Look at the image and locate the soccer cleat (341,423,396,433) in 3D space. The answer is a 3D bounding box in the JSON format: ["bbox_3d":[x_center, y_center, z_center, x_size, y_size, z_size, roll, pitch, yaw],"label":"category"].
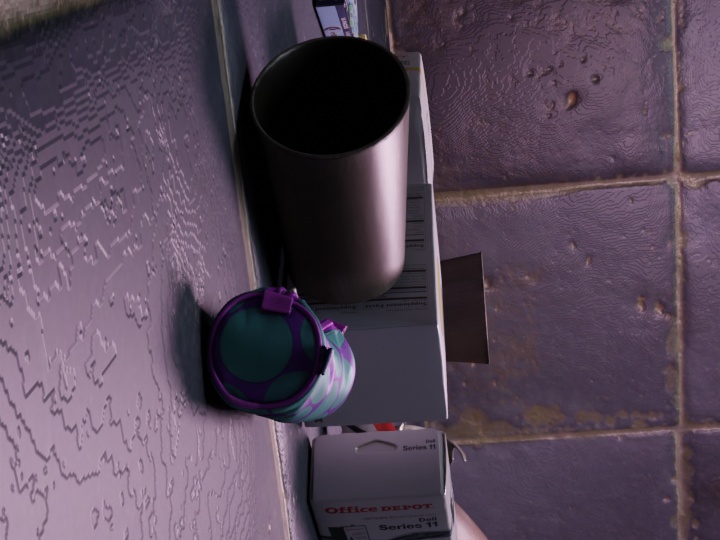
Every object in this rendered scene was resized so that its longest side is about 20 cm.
[{"bbox_3d":[0.002,0.185,1.367,0.200,0.085,0.069,56,24,16],"label":"soccer cleat"}]

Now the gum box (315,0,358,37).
[{"bbox_3d":[-0.036,-0.430,1.651,0.170,0.045,0.200,64,22,-76],"label":"gum box"}]

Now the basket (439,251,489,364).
[{"bbox_3d":[0.084,0.064,1.699,0.136,0.200,0.180,-85,169,-54],"label":"basket"}]

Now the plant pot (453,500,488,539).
[{"bbox_3d":[0.059,0.342,1.488,0.187,0.187,0.200,-88,157,-50],"label":"plant pot"}]

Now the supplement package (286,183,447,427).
[{"bbox_3d":[0.009,0.035,1.202,0.152,0.151,0.200,81,8,-45],"label":"supplement package"}]

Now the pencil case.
[{"bbox_3d":[-0.053,0.067,0.876,0.200,0.085,0.092,59,55,-80],"label":"pencil case"}]

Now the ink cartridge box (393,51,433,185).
[{"bbox_3d":[0.005,-0.153,1.329,0.200,0.147,0.145,-82,167,-66],"label":"ink cartridge box"}]

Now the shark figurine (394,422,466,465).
[{"bbox_3d":[0.046,0.265,1.693,0.128,0.214,0.090,59,-44,15],"label":"shark figurine"}]

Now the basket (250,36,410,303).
[{"bbox_3d":[-0.020,-0.078,1.053,0.180,0.136,0.200,-88,175,-48],"label":"basket"}]

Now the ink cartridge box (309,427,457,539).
[{"bbox_3d":[0.029,0.264,1.271,0.200,0.146,0.083,78,10,-48],"label":"ink cartridge box"}]

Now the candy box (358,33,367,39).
[{"bbox_3d":[-0.004,-0.285,1.818,0.200,0.056,0.117,31,55,-82],"label":"candy box"}]
